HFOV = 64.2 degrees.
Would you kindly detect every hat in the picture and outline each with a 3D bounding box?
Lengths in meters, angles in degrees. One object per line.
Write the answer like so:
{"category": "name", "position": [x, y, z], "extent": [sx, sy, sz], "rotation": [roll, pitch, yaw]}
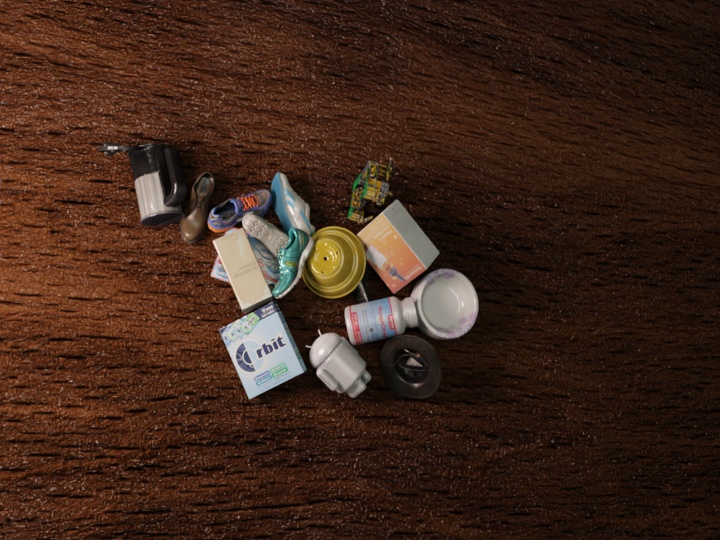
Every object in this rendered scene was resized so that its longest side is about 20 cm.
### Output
{"category": "hat", "position": [0.151, 0.263, 1.650], "extent": [0.201, 0.200, 0.081], "rotation": [48, 28, -3]}

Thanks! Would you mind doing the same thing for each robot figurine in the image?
{"category": "robot figurine", "position": [-0.062, 0.254, 1.578], "extent": [0.200, 0.113, 0.170], "rotation": [44, 33, -5]}

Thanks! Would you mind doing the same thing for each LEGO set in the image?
{"category": "LEGO set", "position": [0.048, -0.221, 1.669], "extent": [0.113, 0.201, 0.157], "rotation": [14, 56, -14]}

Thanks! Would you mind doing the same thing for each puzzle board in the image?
{"category": "puzzle board", "position": [-0.301, -0.024, 1.609], "extent": [0.196, 0.017, 0.154], "rotation": [19, 75, -13]}

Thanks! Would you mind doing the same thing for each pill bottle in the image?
{"category": "pill bottle", "position": [0.059, 0.136, 1.608], "extent": [0.195, 0.109, 0.112], "rotation": [-13, 83, 3]}

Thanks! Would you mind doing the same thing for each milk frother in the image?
{"category": "milk frother", "position": [-0.560, -0.227, 1.473], "extent": [0.196, 0.179, 0.193], "rotation": [-10, 82, -33]}

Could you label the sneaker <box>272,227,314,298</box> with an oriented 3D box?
{"category": "sneaker", "position": [-0.197, -0.021, 1.542], "extent": [0.079, 0.077, 0.204], "rotation": [34, 65, -33]}

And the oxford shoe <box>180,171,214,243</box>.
{"category": "oxford shoe", "position": [-0.445, -0.176, 1.560], "extent": [0.071, 0.084, 0.205], "rotation": [13, 78, -15]}

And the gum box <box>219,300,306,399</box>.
{"category": "gum box", "position": [-0.260, 0.211, 1.530], "extent": [0.167, 0.045, 0.204], "rotation": [-26, 88, 7]}

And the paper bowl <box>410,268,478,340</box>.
{"category": "paper bowl", "position": [0.241, 0.103, 1.700], "extent": [0.195, 0.104, 0.206], "rotation": [3, 80, -15]}

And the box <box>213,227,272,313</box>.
{"category": "box", "position": [-0.315, 0.002, 1.543], "extent": [0.093, 0.078, 0.204], "rotation": [-25, 83, -13]}

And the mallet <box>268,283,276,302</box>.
{"category": "mallet", "position": [-0.223, 0.138, 1.587], "extent": [0.064, 0.041, 0.206], "rotation": [-1, 82, -16]}

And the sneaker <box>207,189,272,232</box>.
{"category": "sneaker", "position": [-0.331, -0.171, 1.589], "extent": [0.198, 0.079, 0.076], "rotation": [-31, 79, -19]}

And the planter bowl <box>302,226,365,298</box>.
{"category": "planter bowl", "position": [-0.088, -0.028, 1.594], "extent": [0.195, 0.083, 0.206], "rotation": [-1, 84, 13]}

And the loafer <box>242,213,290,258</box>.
{"category": "loafer", "position": [-0.243, -0.091, 1.593], "extent": [0.070, 0.070, 0.199], "rotation": [-47, 118, 3]}

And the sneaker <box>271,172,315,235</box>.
{"category": "sneaker", "position": [-0.196, -0.185, 1.646], "extent": [0.080, 0.076, 0.204], "rotation": [-18, 87, -34]}

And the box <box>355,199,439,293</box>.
{"category": "box", "position": [0.101, -0.068, 1.649], "extent": [0.201, 0.152, 0.106], "rotation": [50, 40, -2]}

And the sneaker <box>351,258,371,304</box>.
{"category": "sneaker", "position": [0.000, 0.000, 1.666], "extent": [0.086, 0.076, 0.204], "rotation": [-24, 87, -24]}
